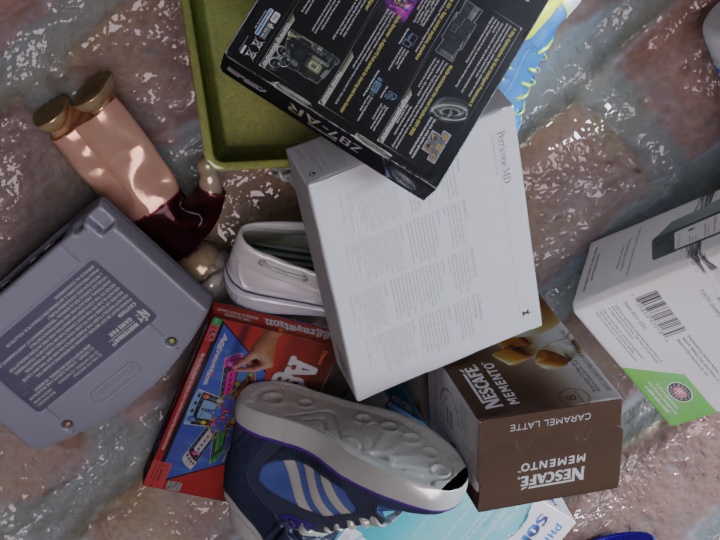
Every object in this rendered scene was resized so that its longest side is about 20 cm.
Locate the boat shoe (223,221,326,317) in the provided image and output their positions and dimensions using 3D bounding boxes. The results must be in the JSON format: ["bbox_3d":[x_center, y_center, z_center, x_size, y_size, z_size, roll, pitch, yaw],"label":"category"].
[{"bbox_3d":[0.000,0.000,1.279,0.198,0.074,0.067,-1,143,-11],"label":"boat shoe"}]

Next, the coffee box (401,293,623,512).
[{"bbox_3d":[0.105,0.086,1.301,0.113,0.200,0.080,-8,119,-14],"label":"coffee box"}]

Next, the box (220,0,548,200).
[{"bbox_3d":[0.028,-0.173,1.109,0.159,0.044,0.201,31,80,-4],"label":"box"}]

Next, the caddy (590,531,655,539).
[{"bbox_3d":[0.196,0.308,1.448,0.199,0.141,0.106,-21,109,-1],"label":"caddy"}]

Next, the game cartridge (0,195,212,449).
[{"bbox_3d":[-0.212,0.047,1.298,0.200,0.041,0.133,-37,109,23],"label":"game cartridge"}]

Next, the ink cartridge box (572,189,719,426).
[{"bbox_3d":[0.288,0.020,1.331,0.199,0.084,0.146,-24,119,37],"label":"ink cartridge box"}]

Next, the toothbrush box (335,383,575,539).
[{"bbox_3d":[0.050,0.192,1.403,0.199,0.085,0.147,33,103,-20],"label":"toothbrush box"}]

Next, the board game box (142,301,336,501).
[{"bbox_3d":[-0.094,0.109,1.339,0.102,0.020,0.201,12,132,-16],"label":"board game box"}]

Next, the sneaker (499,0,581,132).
[{"bbox_3d":[0.104,-0.152,1.293,0.199,0.076,0.105,-34,126,12],"label":"sneaker"}]

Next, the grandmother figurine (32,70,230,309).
[{"bbox_3d":[-0.153,-0.051,1.288,0.121,0.061,0.201,-19,120,26],"label":"grandmother figurine"}]

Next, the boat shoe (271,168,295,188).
[{"bbox_3d":[-0.035,-0.091,1.283,0.199,0.074,0.068,32,88,-30],"label":"boat shoe"}]

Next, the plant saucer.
[{"bbox_3d":[-0.035,-0.162,1.214,0.198,0.048,0.201,-4,76,-24],"label":"plant saucer"}]

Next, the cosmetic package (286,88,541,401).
[{"bbox_3d":[0.042,-0.020,1.202,0.150,0.052,0.201,-20,130,-9],"label":"cosmetic package"}]

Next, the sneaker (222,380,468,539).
[{"bbox_3d":[-0.015,0.177,1.280,0.199,0.080,0.148,19,119,27],"label":"sneaker"}]

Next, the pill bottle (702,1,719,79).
[{"bbox_3d":[0.345,-0.120,1.322,0.111,0.112,0.201,-27,114,1],"label":"pill bottle"}]
